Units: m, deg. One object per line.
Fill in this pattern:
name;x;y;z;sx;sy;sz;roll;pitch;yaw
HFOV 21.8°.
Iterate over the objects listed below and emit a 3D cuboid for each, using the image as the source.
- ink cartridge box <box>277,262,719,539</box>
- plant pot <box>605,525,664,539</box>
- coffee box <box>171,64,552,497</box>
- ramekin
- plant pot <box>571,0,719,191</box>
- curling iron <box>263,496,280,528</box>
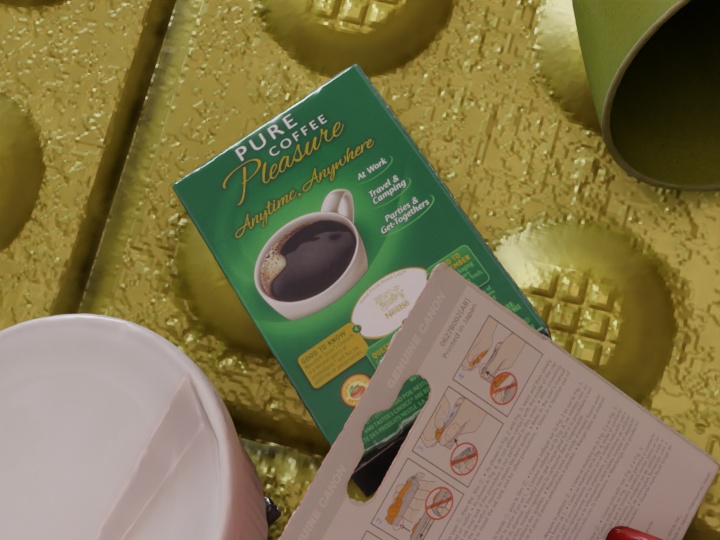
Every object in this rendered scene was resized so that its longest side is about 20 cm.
ink cartridge box;0.059;0.110;0.872;0.200;0.050;0.161;34;80;-26
plant pot;0.171;0.226;0.810;0.200;0.200;0.183;22;86;14
coffee box;0.000;0.000;0.950;0.123;0.044;0.200;-35;58;-1
ramekin;-0.136;0.130;0.915;0.201;0.094;0.203;-9;62;17
plant pot;0.176;-0.175;0.939;0.186;0.187;0.201;-21;58;3
curling iron;-0.113;0.190;0.949;0.200;0.026;0.050;-46;67;-4
